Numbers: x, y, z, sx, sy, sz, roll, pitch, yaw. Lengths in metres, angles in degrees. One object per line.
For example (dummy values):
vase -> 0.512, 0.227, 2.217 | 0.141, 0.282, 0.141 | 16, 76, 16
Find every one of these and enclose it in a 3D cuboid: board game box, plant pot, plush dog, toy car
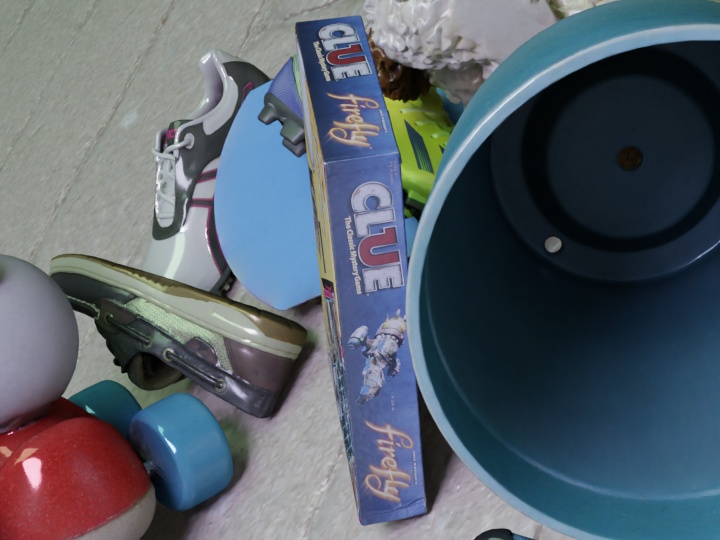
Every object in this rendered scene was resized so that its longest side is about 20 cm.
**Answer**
board game box -> 0.000, 0.000, 0.831 | 0.034, 0.202, 0.136 | -7, 34, -4
plant pot -> 0.117, -0.023, 0.699 | 0.200, 0.200, 0.188 | -39, 16, 16
plush dog -> 0.095, -0.127, 0.894 | 0.199, 0.162, 0.172 | -29, 23, -9
board game box -> 0.004, -0.059, 1.031 | 0.199, 0.039, 0.159 | -24, 57, 25
toy car -> -0.201, 0.061, 0.947 | 0.183, 0.202, 0.176 | -25, 16, -31

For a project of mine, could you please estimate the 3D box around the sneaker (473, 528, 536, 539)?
sneaker -> 0.053, 0.182, 0.633 | 0.078, 0.090, 0.201 | -30, 35, 30

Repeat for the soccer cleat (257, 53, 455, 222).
soccer cleat -> 0.024, -0.077, 0.957 | 0.200, 0.065, 0.084 | 33, 83, 40

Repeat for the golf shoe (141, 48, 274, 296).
golf shoe -> -0.111, -0.048, 1.135 | 0.077, 0.088, 0.201 | -4, 53, 50

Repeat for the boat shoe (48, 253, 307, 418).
boat shoe -> -0.120, 0.038, 1.029 | 0.200, 0.072, 0.067 | 14, 83, 38
